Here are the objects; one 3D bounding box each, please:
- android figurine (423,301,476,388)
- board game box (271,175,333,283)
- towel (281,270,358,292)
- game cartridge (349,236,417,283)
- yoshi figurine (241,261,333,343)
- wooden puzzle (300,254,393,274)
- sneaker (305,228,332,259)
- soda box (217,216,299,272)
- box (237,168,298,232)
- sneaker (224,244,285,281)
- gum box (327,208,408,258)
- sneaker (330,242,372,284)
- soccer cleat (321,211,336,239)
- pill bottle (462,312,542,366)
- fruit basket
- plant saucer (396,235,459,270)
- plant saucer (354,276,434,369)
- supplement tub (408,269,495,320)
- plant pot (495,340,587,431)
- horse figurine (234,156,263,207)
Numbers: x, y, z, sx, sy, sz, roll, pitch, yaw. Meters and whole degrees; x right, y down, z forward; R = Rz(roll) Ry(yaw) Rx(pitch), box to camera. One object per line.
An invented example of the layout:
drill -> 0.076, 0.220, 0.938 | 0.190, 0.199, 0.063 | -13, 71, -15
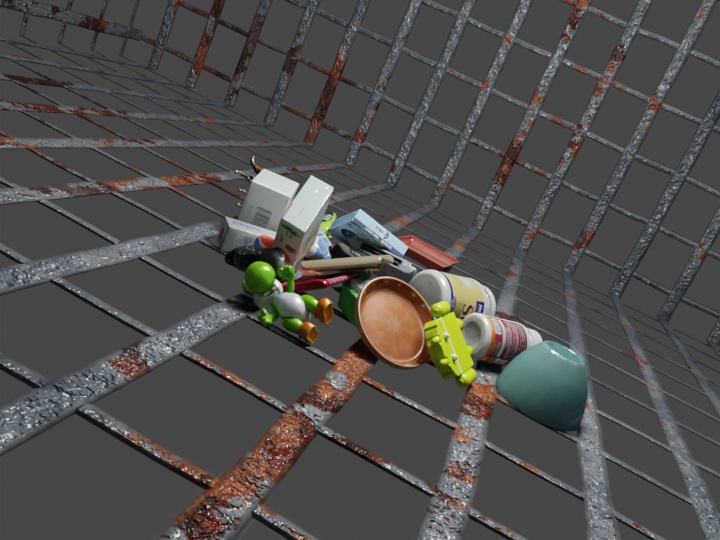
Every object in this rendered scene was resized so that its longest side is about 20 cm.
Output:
android figurine -> 0.188, 0.155, 1.472 | 0.200, 0.041, 0.184 | -6, 75, -66
board game box -> -0.136, -0.086, 1.545 | 0.064, 0.201, 0.148 | 28, 51, 3
towel -> -0.101, 0.024, 1.525 | 0.143, 0.023, 0.200 | -7, 4, 21
game cartridge -> 0.065, -0.014, 1.894 | 0.199, 0.042, 0.134 | 27, -22, 22
yoshi figurine -> -0.154, 0.049, 1.347 | 0.199, 0.113, 0.112 | 28, 22, 25
wooden puzzle -> -0.026, -0.012, 1.620 | 0.183, 0.038, 0.200 | -4, 1, 11
sneaker -> -0.119, -0.070, 1.876 | 0.077, 0.076, 0.200 | 34, 18, -16
soda box -> -0.232, -0.060, 1.660 | 0.198, 0.064, 0.068 | 17, 17, -25
box -> -0.241, -0.158, 1.804 | 0.105, 0.154, 0.200 | 22, 15, -6
sneaker -> -0.222, -0.014, 1.489 | 0.078, 0.076, 0.199 | 0, 4, -31
gum box -> 0.016, -0.087, 1.925 | 0.169, 0.045, 0.200 | 38, -16, -15
sneaker -> 0.000, 0.000, 1.792 | 0.113, 0.077, 0.200 | 18, 17, -24
soccer cleat -> -0.116, -0.139, 2.106 | 0.080, 0.068, 0.200 | 11, 16, -1
pill bottle -> 0.334, 0.170, 1.676 | 0.198, 0.111, 0.110 | 14, 18, -33
fruit basket -> 0.058, 0.069, 1.575 | 0.198, 0.095, 0.185 | -5, 28, -26
plant saucer -> 0.217, -0.053, 2.376 | 0.199, 0.037, 0.199 | 30, 16, 17
plant saucer -> 0.071, 0.109, 1.452 | 0.199, 0.032, 0.202 | 18, 54, -27
supplement tub -> 0.222, 0.082, 1.728 | 0.198, 0.147, 0.145 | 11, 20, -39
plant pot -> 0.415, 0.235, 1.540 | 0.198, 0.136, 0.200 | 23, 15, -6
horse figurine -> -0.282, -0.215, 1.946 | 0.131, 0.201, 0.050 | 24, 51, 10
